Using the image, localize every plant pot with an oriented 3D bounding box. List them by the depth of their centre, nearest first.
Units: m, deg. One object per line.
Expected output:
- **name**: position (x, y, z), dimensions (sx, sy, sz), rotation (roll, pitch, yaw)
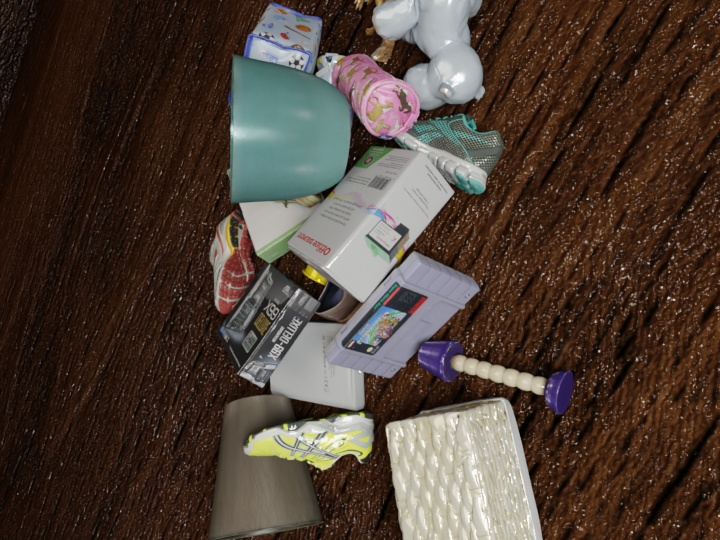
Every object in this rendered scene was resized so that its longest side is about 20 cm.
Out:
- **plant pot**: position (-0.104, -0.193, 0.785), dimensions (0.200, 0.160, 0.202), rotation (-179, 90, -76)

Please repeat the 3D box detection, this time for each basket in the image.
- **basket**: position (0.121, 0.265, 0.667), dimensions (0.135, 0.123, 0.201), rotation (-21, 69, 35)
- **basket**: position (-0.161, 0.316, 0.891), dimensions (0.136, 0.179, 0.201), rotation (101, 161, -62)

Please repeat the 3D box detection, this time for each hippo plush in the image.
- **hippo plush**: position (0.129, -0.315, 0.768), dimensions (0.199, 0.159, 0.162), rotation (-5, 106, 47)

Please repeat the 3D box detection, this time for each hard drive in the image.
- **hard drive**: position (-0.078, 0.151, 0.906), dimensions (0.199, 0.027, 0.133), rotation (-2, 92, 40)

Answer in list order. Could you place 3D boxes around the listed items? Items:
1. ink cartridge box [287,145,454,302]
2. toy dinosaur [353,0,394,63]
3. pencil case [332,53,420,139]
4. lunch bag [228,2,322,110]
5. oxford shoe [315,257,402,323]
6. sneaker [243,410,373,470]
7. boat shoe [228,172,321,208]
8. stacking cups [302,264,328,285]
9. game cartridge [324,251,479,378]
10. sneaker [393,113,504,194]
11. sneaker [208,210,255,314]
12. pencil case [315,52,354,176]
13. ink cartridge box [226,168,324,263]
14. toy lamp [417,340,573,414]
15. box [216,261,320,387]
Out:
- **ink cartridge box**: position (0.010, -0.071, 0.769), dimensions (0.200, 0.084, 0.145), rotation (-50, 30, -7)
- **toy dinosaur**: position (0.055, -0.441, 0.891), dimensions (0.106, 0.060, 0.201), rotation (26, 107, 15)
- **pencil case**: position (0.017, -0.257, 0.794), dimensions (0.200, 0.082, 0.087), rotation (-118, 13, -54)
- **lunch bag**: position (-0.148, -0.326, 0.944), dimensions (0.171, 0.123, 0.201), rotation (-82, 10, -47)
- **oxford shoe**: position (0.000, 0.000, 0.845), dimensions (0.071, 0.073, 0.201), rotation (44, 111, 36)
- **sneaker**: position (-0.076, 0.260, 0.816), dimensions (0.198, 0.075, 0.077), rotation (-9, 79, 1)
- **boat shoe**: position (-0.146, -0.146, 0.926), dimensions (0.200, 0.073, 0.063), rotation (33, 96, 34)
- **stacking cups**: position (-0.030, -0.077, 0.897), dimensions (0.060, 0.060, 0.201), rotation (30, 99, 39)
- **game cartridge**: position (0.054, 0.069, 0.751), dimensions (0.200, 0.129, 0.039), rotation (-49, 46, 24)
- **sneaker**: position (0.122, -0.187, 0.784), dimensions (0.200, 0.078, 0.091), rotation (40, 93, 34)
- **sneaker**: position (-0.253, -0.013, 1.072), dimensions (0.082, 0.078, 0.202), rotation (-15, 64, 42)
- **pencil case**: position (-0.050, -0.255, 0.918), dimensions (0.082, 0.091, 0.202), rotation (10, 92, 4)
- **ink cartridge box**: position (-0.148, -0.135, 0.986), dimensions (0.145, 0.048, 0.201), rotation (-32, 61, 13)
- **toy lamp**: position (0.162, 0.130, 0.698), dimensions (0.199, 0.058, 0.059), rotation (12, 91, 41)
- **box**: position (-0.158, 0.081, 0.908), dimensions (0.158, 0.050, 0.200), rotation (-55, 27, -2)
